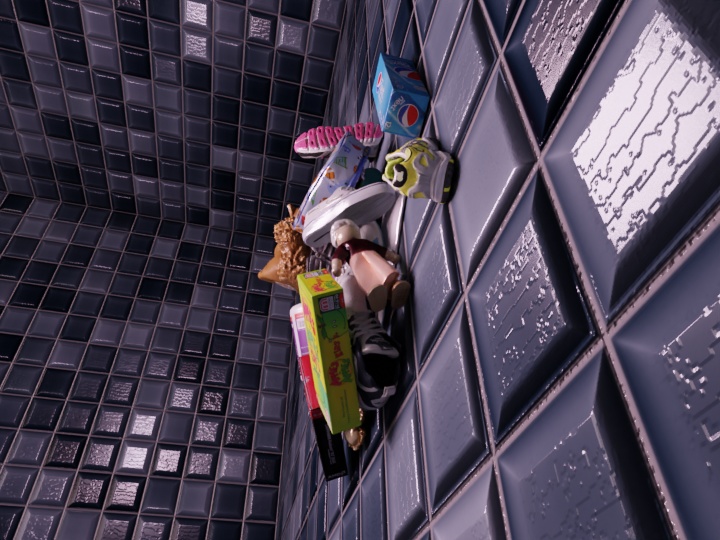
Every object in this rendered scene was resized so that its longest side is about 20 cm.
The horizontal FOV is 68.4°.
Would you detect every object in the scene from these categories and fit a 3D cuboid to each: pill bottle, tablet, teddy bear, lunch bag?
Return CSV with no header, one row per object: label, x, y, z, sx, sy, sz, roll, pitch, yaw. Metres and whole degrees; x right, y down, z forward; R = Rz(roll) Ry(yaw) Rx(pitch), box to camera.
pill bottle,-0.087,0.171,1.160,0.112,0.108,0.209,143,117,-75
tablet,0.055,-0.104,0.915,0.130,0.013,0.209,-147,65,-79
teddy bear,-0.016,0.223,0.952,0.200,0.064,0.152,-153,55,-79
lunch bag,-0.052,-0.164,1.022,0.201,0.074,0.162,-51,12,34

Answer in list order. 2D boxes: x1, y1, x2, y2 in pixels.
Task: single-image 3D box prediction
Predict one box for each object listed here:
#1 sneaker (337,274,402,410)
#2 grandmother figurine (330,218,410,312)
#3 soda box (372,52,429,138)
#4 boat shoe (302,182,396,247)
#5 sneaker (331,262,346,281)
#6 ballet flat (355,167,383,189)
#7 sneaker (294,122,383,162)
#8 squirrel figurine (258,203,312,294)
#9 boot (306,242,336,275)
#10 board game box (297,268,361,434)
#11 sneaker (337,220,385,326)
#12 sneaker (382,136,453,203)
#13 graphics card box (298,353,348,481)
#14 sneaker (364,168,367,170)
sneaker,0.014,0.093,0.769,0.129,0.076,0.208,138,129,-64
grandmother figurine,0.007,-0.018,0.819,0.201,0.117,0.062,52,131,47
soda box,0.062,-0.292,0.875,0.203,0.061,0.070,-96,18,-54
boat shoe,-0.028,-0.112,0.906,0.195,0.073,0.069,-24,60,27
sneaker,-0.025,0.073,0.958,0.088,0.078,0.207,-44,41,52
ballet flat,-0.002,-0.106,1.025,0.074,0.071,0.205,116,176,-59
sneaker,-0.045,-0.259,1.148,0.089,0.191,0.076,88,170,-49
squirrel figurine,-0.144,-0.058,1.228,0.200,0.137,0.194,144,145,-76
boot,-0.059,0.033,1.125,0.070,0.126,0.207,121,155,-60
board game box,-0.045,0.113,0.762,0.102,0.046,0.208,-139,39,-67
sneaker,0.000,0.000,0.902,0.077,0.077,0.208,106,165,-63
sneaker,0.066,-0.142,0.706,0.200,0.073,0.079,-114,32,-74
graphics card box,-0.067,0.266,0.961,0.127,0.049,0.206,-115,16,-53
sneaker,-0.010,-0.193,1.183,0.200,0.074,0.082,-133,50,-79
